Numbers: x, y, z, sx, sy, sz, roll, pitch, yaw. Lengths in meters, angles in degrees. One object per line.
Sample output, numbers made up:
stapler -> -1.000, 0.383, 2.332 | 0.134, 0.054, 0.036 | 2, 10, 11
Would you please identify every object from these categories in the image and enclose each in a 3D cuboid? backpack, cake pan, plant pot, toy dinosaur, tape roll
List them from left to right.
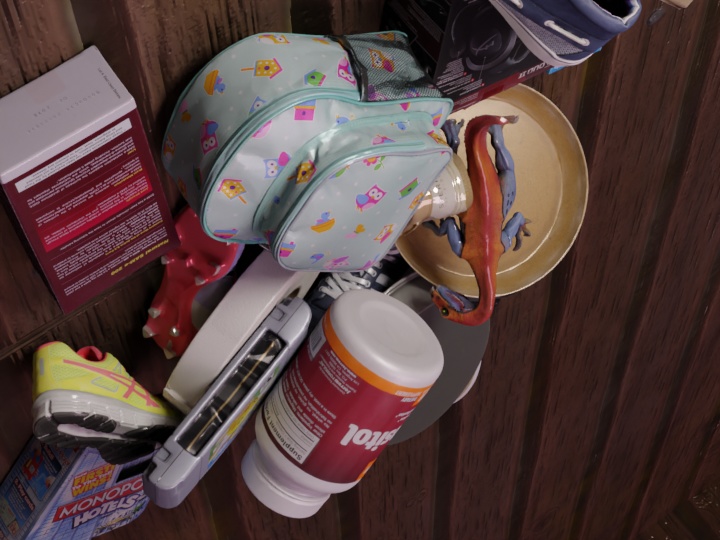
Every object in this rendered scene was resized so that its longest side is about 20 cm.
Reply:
tape roll -> -0.100, 0.045, 1.388 | 0.203, 0.037, 0.203 | -53, 176, -5
backpack -> -0.043, -0.090, 1.193 | 0.199, 0.154, 0.176 | 4, 137, -37
cake pan -> 0.051, 0.088, 1.502 | 0.200, 0.037, 0.201 | -31, 141, -28
toy dinosaur -> 0.089, -0.039, 1.341 | 0.104, 0.183, 0.200 | -2, -177, 10
plant pot -> 0.112, -0.076, 1.432 | 0.200, 0.200, 0.027 | -36, -167, -8

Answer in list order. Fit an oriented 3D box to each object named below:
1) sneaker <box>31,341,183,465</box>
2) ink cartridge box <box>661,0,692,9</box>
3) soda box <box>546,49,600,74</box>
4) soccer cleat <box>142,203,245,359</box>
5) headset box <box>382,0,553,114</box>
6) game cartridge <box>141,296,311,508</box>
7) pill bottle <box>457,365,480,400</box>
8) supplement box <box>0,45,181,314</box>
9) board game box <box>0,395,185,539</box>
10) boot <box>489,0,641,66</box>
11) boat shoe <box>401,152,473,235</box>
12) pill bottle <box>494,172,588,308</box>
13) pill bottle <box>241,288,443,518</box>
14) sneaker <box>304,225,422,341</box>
sneaker -> -0.217, 0.110, 1.358 | 0.078, 0.091, 0.200 | -25, 155, 14
ink cartridge box -> 0.205, -0.314, 1.107 | 0.165, 0.200, 0.075 | -51, 152, 21
soda box -> 0.183, -0.264, 1.314 | 0.064, 0.068, 0.200 | -26, 152, -25
soccer cleat -> -0.131, -0.004, 1.333 | 0.076, 0.067, 0.200 | -36, 160, -44
headset box -> 0.100, -0.218, 1.267 | 0.148, 0.077, 0.200 | -26, 153, -24
game cartridge -> -0.114, 0.118, 1.352 | 0.200, 0.040, 0.133 | -51, 179, -17
pill bottle -> 0.031, 0.083, 1.619 | 0.120, 0.120, 0.200 | -49, 154, 19
supplement box -> -0.204, -0.060, 1.133 | 0.109, 0.061, 0.200 | -32, 153, -14
board game box -> -0.254, 0.192, 1.480 | 0.199, 0.062, 0.200 | -16, 147, -40
boot -> 0.111, -0.234, 1.111 | 0.073, 0.200, 0.090 | -55, -169, -23
boat shoe -> 0.014, -0.061, 1.339 | 0.069, 0.074, 0.200 | -20, -177, -31
pill bottle -> 0.136, -0.044, 1.562 | 0.112, 0.112, 0.200 | -15, 145, -41
pill bottle -> -0.022, 0.122, 1.382 | 0.113, 0.113, 0.200 | -5, 138, -50
sneaker -> 0.000, 0.000, 1.464 | 0.200, 0.070, 0.109 | -49, 164, -33
